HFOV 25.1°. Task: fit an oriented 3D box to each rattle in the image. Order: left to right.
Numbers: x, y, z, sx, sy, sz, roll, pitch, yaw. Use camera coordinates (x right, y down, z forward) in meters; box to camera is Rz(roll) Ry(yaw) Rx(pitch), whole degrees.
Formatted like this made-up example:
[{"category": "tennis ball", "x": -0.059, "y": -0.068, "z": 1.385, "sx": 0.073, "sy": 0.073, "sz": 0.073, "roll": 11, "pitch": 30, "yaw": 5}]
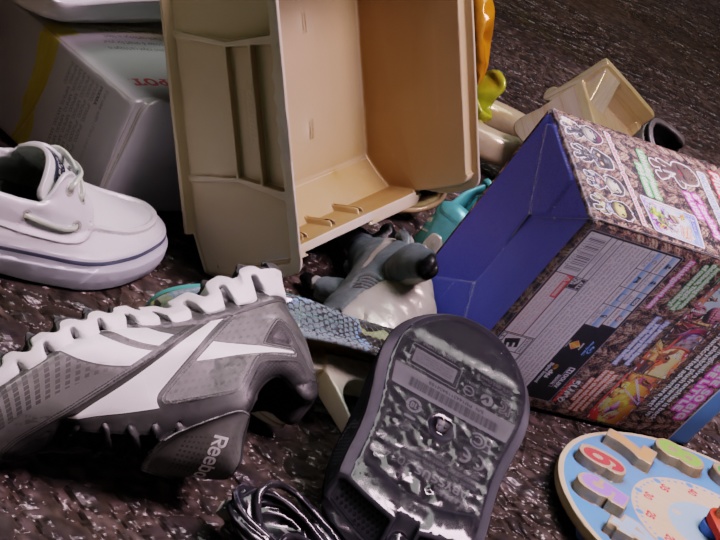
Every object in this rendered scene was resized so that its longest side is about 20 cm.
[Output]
[{"category": "rattle", "x": 0.163, "y": -0.145, "z": 1.410, "sx": 0.199, "sy": 0.144, "sz": 0.130, "roll": 23, "pitch": 4, "yaw": 4}]

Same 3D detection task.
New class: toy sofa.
[{"category": "toy sofa", "x": 0.198, "y": -0.063, "z": 1.300, "sx": 0.083, "sy": 0.097, "sz": 0.201, "roll": 37, "pitch": 31, "yaw": -38}]

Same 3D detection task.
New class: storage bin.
[{"category": "storage bin", "x": -0.019, "y": -0.113, "z": 1.000, "sx": 0.093, "sy": 0.200, "sz": 0.200, "roll": 8, "pitch": 22, "yaw": 35}]

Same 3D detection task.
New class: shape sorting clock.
[{"category": "shape sorting clock", "x": 0.207, "y": 0.154, "z": 0.949, "sx": 0.199, "sy": 0.039, "sz": 0.200, "roll": 24, "pitch": 23, "yaw": -11}]

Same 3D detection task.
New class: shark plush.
[{"category": "shark plush", "x": 0.000, "y": 0.000, "z": 1.014, "sx": 0.083, "sy": 0.091, "sz": 0.201, "roll": -7, "pitch": 34, "yaw": -3}]

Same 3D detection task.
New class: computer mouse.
[{"category": "computer mouse", "x": 0.020, "y": 0.102, "z": 0.810, "sx": 0.138, "sy": 0.053, "sz": 0.200, "roll": 32, "pitch": 46, "yaw": 0}]

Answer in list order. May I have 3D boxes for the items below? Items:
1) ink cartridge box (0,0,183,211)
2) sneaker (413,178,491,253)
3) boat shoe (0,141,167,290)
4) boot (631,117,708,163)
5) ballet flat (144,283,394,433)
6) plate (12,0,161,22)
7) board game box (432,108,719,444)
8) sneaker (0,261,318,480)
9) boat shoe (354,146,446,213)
[{"category": "ink cartridge box", "x": -0.168, "y": -0.124, "z": 1.057, "sx": 0.200, "sy": 0.084, "sz": 0.145, "roll": 40, "pitch": 26, "yaw": 29}, {"category": "sneaker", "x": 0.097, "y": -0.023, "z": 1.145, "sx": 0.077, "sy": 0.080, "sz": 0.200, "roll": 36, "pitch": 23, "yaw": 19}, {"category": "boat shoe", "x": -0.177, "y": -0.036, "z": 0.883, "sx": 0.199, "sy": 0.067, "sz": 0.074, "roll": -1, "pitch": 36, "yaw": -49}, {"category": "boot", "x": 0.191, "y": -0.021, "z": 1.112, "sx": 0.200, "sy": 0.130, "sz": 0.068, "roll": 45, "pitch": 40, "yaw": -46}, {"category": "ballet flat", "x": -0.023, "y": 0.056, "z": 0.871, "sx": 0.199, "sy": 0.075, "sz": 0.074, "roll": 11, "pitch": 28, "yaw": -28}, {"category": "plate", "x": -0.200, "y": -0.210, "z": 1.056, "sx": 0.199, "sy": 0.032, "sz": 0.199, "roll": 37, "pitch": 25, "yaw": 23}, {"category": "board game box", "x": 0.167, "y": 0.009, "z": 1.026, "sx": 0.199, "sy": 0.160, "sz": 0.097, "roll": 16, "pitch": 41, "yaw": -28}, {"category": "sneaker", "x": -0.097, "y": 0.061, "z": 0.748, "sx": 0.199, "sy": 0.067, "sz": 0.091, "roll": -19, "pitch": 68, "yaw": -39}, {"category": "boat shoe", "x": -0.013, "y": -0.081, "z": 1.152, "sx": 0.199, "sy": 0.074, "sz": 0.066, "roll": 3, "pitch": 27, "yaw": -44}]
